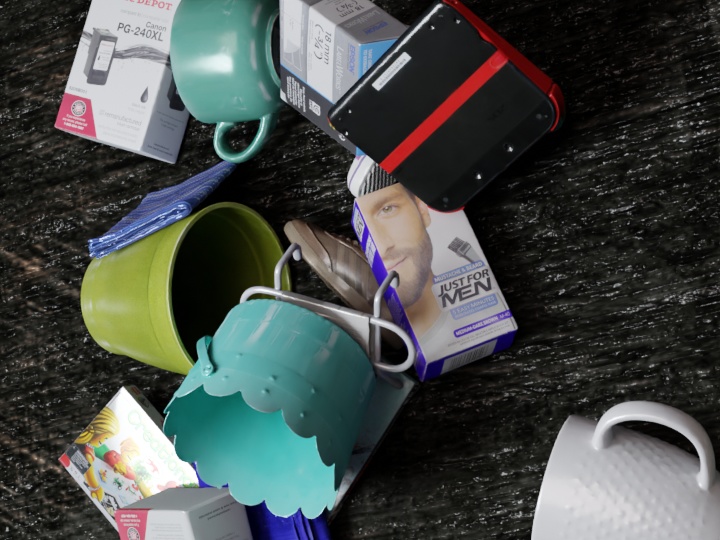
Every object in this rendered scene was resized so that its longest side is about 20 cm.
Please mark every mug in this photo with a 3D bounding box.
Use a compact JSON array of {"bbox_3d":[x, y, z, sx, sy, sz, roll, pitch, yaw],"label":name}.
[{"bbox_3d":[0.268,0.210,1.324,0.173,0.148,0.202,14,124,19],"label":"mug"},{"bbox_3d":[-0.129,-0.239,1.627,0.113,0.186,0.153,-2,42,24],"label":"mug"}]

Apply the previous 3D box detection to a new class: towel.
[{"bbox_3d":[-0.224,-0.080,1.622,0.143,0.200,0.024,-23,104,21],"label":"towel"},{"bbox_3d":[-0.104,0.287,1.548,0.146,0.049,0.203,-15,92,24],"label":"towel"}]

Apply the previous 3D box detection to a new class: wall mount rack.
[{"bbox_3d":[-0.023,0.065,1.467,0.197,0.075,0.176,16,132,19],"label":"wall mount rack"}]

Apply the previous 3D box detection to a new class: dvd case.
[{"bbox_3d":[-0.044,0.168,1.566,0.145,0.022,0.201,35,99,16],"label":"dvd case"}]

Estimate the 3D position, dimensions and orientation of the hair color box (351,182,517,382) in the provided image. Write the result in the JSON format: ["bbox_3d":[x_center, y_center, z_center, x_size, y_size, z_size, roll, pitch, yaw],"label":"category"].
[{"bbox_3d":[0.077,0.002,1.495,0.108,0.065,0.202,-20,69,-12],"label":"hair color box"}]

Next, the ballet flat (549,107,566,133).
[{"bbox_3d":[0.128,-0.164,1.524,0.198,0.068,0.073,-19,54,23],"label":"ballet flat"}]

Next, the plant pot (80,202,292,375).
[{"bbox_3d":[-0.214,0.031,1.607,0.191,0.199,0.204,-3,80,38],"label":"plant pot"}]

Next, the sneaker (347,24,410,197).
[{"bbox_3d":[0.023,-0.182,1.575,0.114,0.073,0.202,30,85,28],"label":"sneaker"}]

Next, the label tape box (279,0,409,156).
[{"bbox_3d":[-0.002,-0.204,1.468,0.200,0.063,0.146,39,144,33],"label":"label tape box"}]

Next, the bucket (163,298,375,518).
[{"bbox_3d":[-0.088,0.138,1.421,0.205,0.209,0.136,5,49,28],"label":"bucket"}]

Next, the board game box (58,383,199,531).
[{"bbox_3d":[-0.248,0.250,1.645,0.200,0.035,0.126,46,104,13],"label":"board game box"}]

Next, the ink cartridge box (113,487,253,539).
[{"bbox_3d":[-0.179,0.347,1.536,0.144,0.083,0.203,-9,95,47],"label":"ink cartridge box"}]

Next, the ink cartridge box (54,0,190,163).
[{"bbox_3d":[-0.275,-0.251,1.730,0.144,0.083,0.203,16,90,28],"label":"ink cartridge box"}]

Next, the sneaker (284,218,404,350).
[{"bbox_3d":[0.000,0.000,1.569,0.075,0.071,0.200,-44,70,-4],"label":"sneaker"}]

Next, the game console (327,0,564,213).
[{"bbox_3d":[0.087,-0.160,1.411,0.176,0.031,0.200,39,127,-13],"label":"game console"}]
